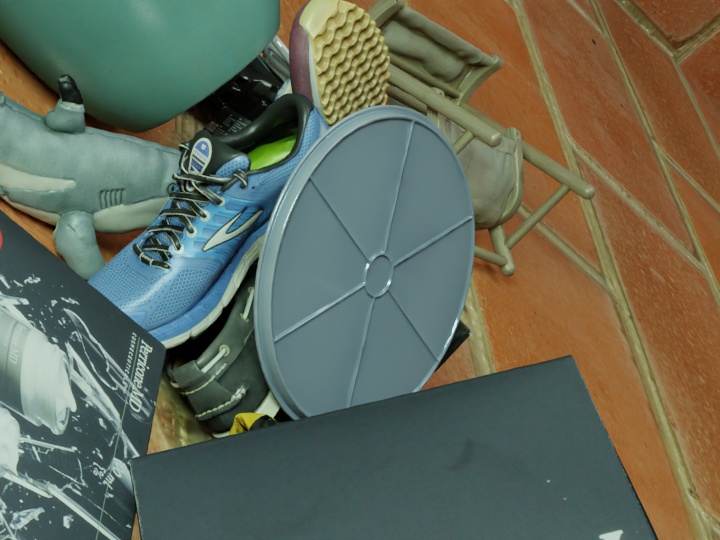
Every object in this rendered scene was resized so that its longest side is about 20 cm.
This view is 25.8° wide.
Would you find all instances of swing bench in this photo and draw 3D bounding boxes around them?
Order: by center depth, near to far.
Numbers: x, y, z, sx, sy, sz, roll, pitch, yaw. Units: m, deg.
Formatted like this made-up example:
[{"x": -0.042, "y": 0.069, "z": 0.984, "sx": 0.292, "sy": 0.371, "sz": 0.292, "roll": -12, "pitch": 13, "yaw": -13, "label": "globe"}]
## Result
[{"x": 0.083, "y": -0.124, "z": 1.459, "sx": 0.198, "sy": 0.130, "sz": 0.201, "roll": 19, "pitch": 33, "yaw": -52, "label": "swing bench"}]

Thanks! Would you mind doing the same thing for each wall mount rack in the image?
[{"x": -0.034, "y": -0.162, "z": 1.287, "sx": 0.174, "sy": 0.074, "sz": 0.200, "roll": 47, "pitch": -10, "yaw": 40, "label": "wall mount rack"}]

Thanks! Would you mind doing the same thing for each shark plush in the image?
[{"x": -0.186, "y": -0.085, "z": 0.919, "sx": 0.200, "sy": 0.083, "sz": 0.091, "roll": 41, "pitch": 24, "yaw": -24, "label": "shark plush"}]

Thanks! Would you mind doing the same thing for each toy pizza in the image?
[{"x": 0.000, "y": 0.000, "z": 0.945, "sx": 0.032, "sy": 0.202, "sz": 0.200, "roll": 14, "pitch": -4, "yaw": 39, "label": "toy pizza"}]

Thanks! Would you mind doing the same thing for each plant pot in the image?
[{"x": -0.147, "y": -0.190, "z": 1.029, "sx": 0.161, "sy": 0.200, "sz": 0.201, "roll": 54, "pitch": 20, "yaw": -20, "label": "plant pot"}]

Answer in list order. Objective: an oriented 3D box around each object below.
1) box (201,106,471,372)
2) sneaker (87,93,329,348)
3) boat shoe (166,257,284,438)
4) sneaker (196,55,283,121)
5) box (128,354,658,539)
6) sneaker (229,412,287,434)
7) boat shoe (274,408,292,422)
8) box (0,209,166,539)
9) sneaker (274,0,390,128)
[{"x": -0.026, "y": -0.027, "z": 1.098, "sx": 0.193, "sy": 0.048, "sz": 0.200, "roll": 47, "pitch": -3, "yaw": -17, "label": "box"}, {"x": -0.094, "y": -0.034, "z": 0.906, "sx": 0.078, "sy": 0.200, "sz": 0.090, "roll": 28, "pitch": -30, "yaw": 35, "label": "sneaker"}, {"x": -0.084, "y": 0.019, "z": 0.972, "sx": 0.068, "sy": 0.072, "sz": 0.201, "roll": 39, "pitch": 25, "yaw": -25, "label": "boat shoe"}, {"x": -0.129, "y": -0.167, "z": 1.198, "sx": 0.200, "sy": 0.075, "sz": 0.079, "roll": 44, "pitch": 11, "yaw": -41, "label": "sneaker"}, {"x": 0.017, "y": 0.160, "z": 0.679, "sx": 0.201, "sy": 0.195, "sz": 0.118, "roll": 85, "pitch": -10, "yaw": -48, "label": "box"}, {"x": -0.030, "y": 0.111, "z": 0.887, "sx": 0.199, "sy": 0.070, "sz": 0.090, "roll": -22, "pitch": 78, "yaw": -50, "label": "sneaker"}, {"x": 0.001, "y": 0.118, "z": 0.999, "sx": 0.201, "sy": 0.062, "sz": 0.071, "roll": 54, "pitch": 24, "yaw": 9, "label": "boat shoe"}, {"x": -0.189, "y": 0.062, "z": 0.658, "sx": 0.182, "sy": 0.104, "sz": 0.201, "roll": 43, "pitch": 24, "yaw": -24, "label": "box"}, {"x": -0.027, "y": -0.109, "z": 1.014, "sx": 0.090, "sy": 0.075, "sz": 0.200, "roll": 24, "pitch": -22, "yaw": 26, "label": "sneaker"}]
